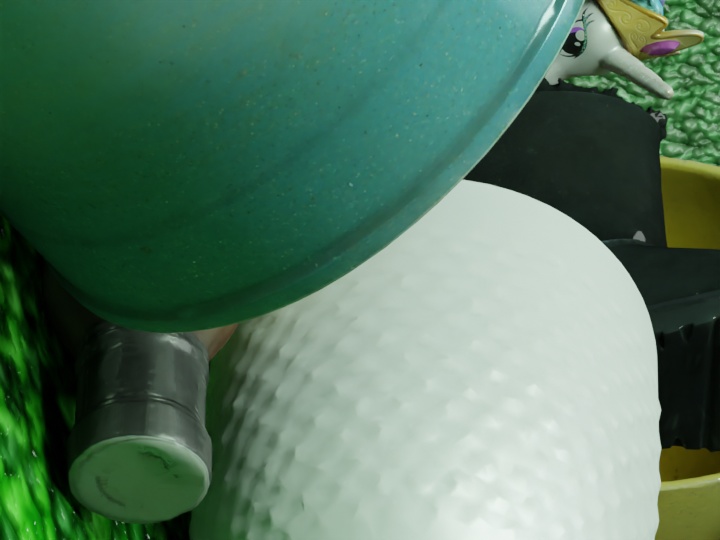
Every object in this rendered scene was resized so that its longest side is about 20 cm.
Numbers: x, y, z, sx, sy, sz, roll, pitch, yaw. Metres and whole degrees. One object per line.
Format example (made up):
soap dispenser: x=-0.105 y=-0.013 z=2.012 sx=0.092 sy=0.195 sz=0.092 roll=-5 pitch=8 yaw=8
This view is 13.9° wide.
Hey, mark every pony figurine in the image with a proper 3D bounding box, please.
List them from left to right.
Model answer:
pony figurine: x=0.029 y=-0.114 z=1.226 sx=0.167 sy=0.200 sz=0.193 roll=56 pitch=16 yaw=-51

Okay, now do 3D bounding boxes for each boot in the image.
boot: x=0.105 y=-0.006 z=1.098 sx=0.163 sy=0.198 sz=0.073 roll=-96 pitch=178 yaw=-51

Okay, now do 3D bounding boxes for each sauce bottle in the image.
sauce bottle: x=-0.065 y=-0.015 z=0.887 sx=0.065 sy=0.065 sz=0.200 roll=60 pitch=22 yaw=-43

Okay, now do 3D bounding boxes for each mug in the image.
mug: x=0.016 y=0.100 z=0.924 sx=0.175 sy=0.147 sz=0.200 roll=-83 pitch=-178 yaw=-55

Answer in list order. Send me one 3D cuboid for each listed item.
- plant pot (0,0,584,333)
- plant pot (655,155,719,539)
plant pot: x=-0.068 y=-0.117 z=0.771 sx=0.188 sy=0.200 sz=0.200 roll=42 pitch=24 yaw=-36
plant pot: x=0.102 y=0.069 z=1.173 sx=0.200 sy=0.200 sz=0.142 roll=-100 pitch=-174 yaw=-50
